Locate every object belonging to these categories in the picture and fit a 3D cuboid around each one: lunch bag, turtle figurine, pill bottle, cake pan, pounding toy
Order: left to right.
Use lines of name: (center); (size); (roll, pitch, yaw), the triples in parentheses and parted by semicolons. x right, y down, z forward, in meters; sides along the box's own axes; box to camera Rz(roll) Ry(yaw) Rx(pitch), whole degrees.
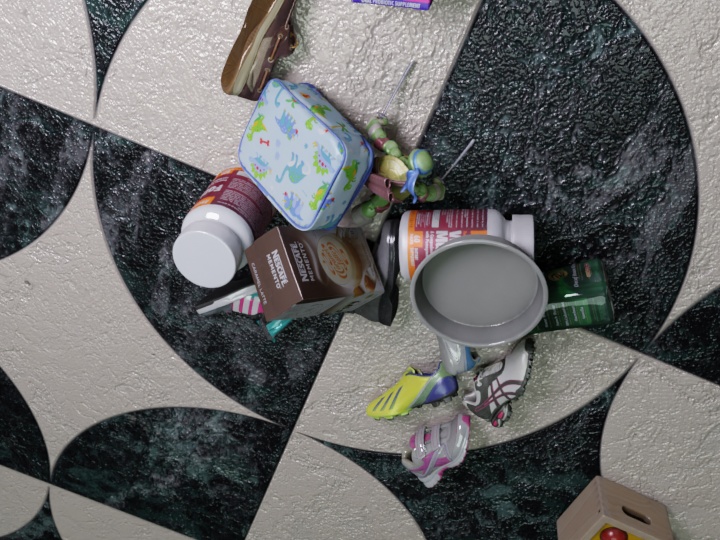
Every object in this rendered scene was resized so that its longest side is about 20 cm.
pill bottle: (-0.205, -0.069, 1.054); (0.113, 0.201, 0.115); (5, 124, 8)
lunch bag: (-0.084, -0.162, 0.983); (0.200, 0.082, 0.162); (46, 121, 27)
turtle figurine: (0.056, -0.156, 1.021); (0.143, 0.202, 0.193); (25, 149, -33)
pill bottle: (0.163, -0.038, 1.053); (0.197, 0.110, 0.111); (0, 123, 12)
cake pan: (0.172, 0.028, 1.008); (0.198, 0.037, 0.202); (6, 128, 8)
pounding toy: (0.516, 0.525, 1.326); (0.198, 0.143, 0.185); (24, 122, -2)

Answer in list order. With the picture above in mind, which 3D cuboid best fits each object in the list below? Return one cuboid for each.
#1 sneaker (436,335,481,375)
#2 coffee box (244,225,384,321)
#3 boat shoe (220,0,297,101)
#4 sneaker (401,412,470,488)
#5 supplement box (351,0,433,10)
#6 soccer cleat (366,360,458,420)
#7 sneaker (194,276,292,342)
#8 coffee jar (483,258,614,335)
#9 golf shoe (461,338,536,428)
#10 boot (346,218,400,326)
sneaker: (0.151, 0.084, 1.172); (0.072, 0.072, 0.202); (-26, 113, -13)
coffee box: (-0.064, 0.002, 1.030); (0.079, 0.199, 0.116); (-29, 76, 34)
boat shoe: (-0.123, -0.326, 0.959); (0.071, 0.072, 0.201); (14, 119, -36)
sneaker: (0.142, 0.340, 1.326); (0.088, 0.082, 0.201); (27, 124, -9)
supplement box: (0.050, -0.430, 0.823); (0.100, 0.104, 0.202); (8, 123, 7)
soccer cleat: (0.091, 0.223, 1.284); (0.199, 0.065, 0.085); (-24, 86, 30)
sneaker: (-0.188, 0.074, 1.223); (0.198, 0.084, 0.122); (-18, 109, 21)
coffee jar: (0.292, 0.049, 1.088); (0.198, 0.105, 0.086); (-13, 121, 19)
golf shoe: (0.246, 0.194, 1.214); (0.087, 0.077, 0.202); (22, 125, 5)
boot: (0.000, 0.000, 1.143); (0.130, 0.070, 0.202); (13, 118, 13)
